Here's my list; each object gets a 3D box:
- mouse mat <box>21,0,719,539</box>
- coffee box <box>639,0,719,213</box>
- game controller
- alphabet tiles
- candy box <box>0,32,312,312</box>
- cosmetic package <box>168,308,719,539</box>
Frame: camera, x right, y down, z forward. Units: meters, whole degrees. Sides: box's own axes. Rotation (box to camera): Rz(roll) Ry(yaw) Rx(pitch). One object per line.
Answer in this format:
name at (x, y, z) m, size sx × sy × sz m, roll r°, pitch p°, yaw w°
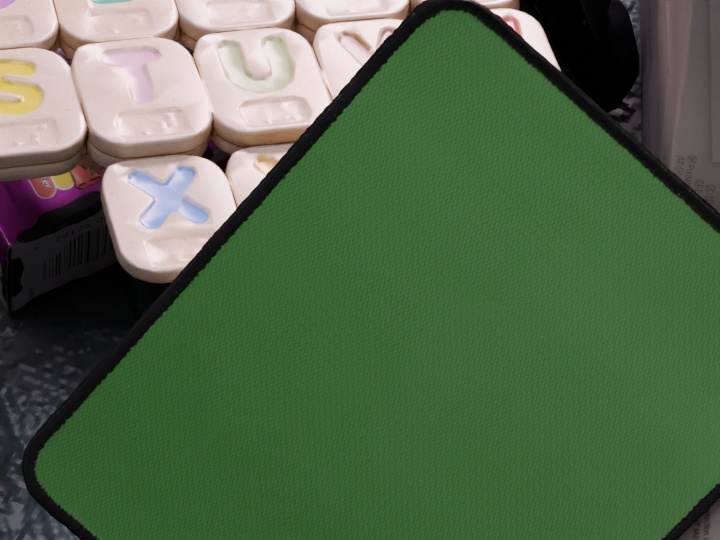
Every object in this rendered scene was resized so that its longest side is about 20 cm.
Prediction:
mouse mat at (0.019, 0.041, 0.730) m, size 0.161 × 0.200 × 0.008 m, roll 41°, pitch 15°, yaw -8°
coffee box at (0.197, -0.107, 0.844) m, size 0.196 × 0.201 × 0.201 m, roll 1°, pitch 51°, yaw 3°
game controller at (0.046, -0.147, 0.946) m, size 0.042 × 0.105 × 0.201 m, roll -24°, pitch 53°, yaw -6°
alphabet tiles at (-0.038, -0.075, 0.828) m, size 0.198 × 0.015 × 0.196 m, roll -6°, pitch 47°, yaw -14°
candy box at (-0.069, -0.091, 0.912) m, size 0.199 × 0.061 × 0.137 m, roll -26°, pitch 72°, yaw -17°
cosmetic package at (0.044, 0.053, 0.773) m, size 0.198 × 0.104 × 0.073 m, roll 2°, pitch 20°, yaw 3°
